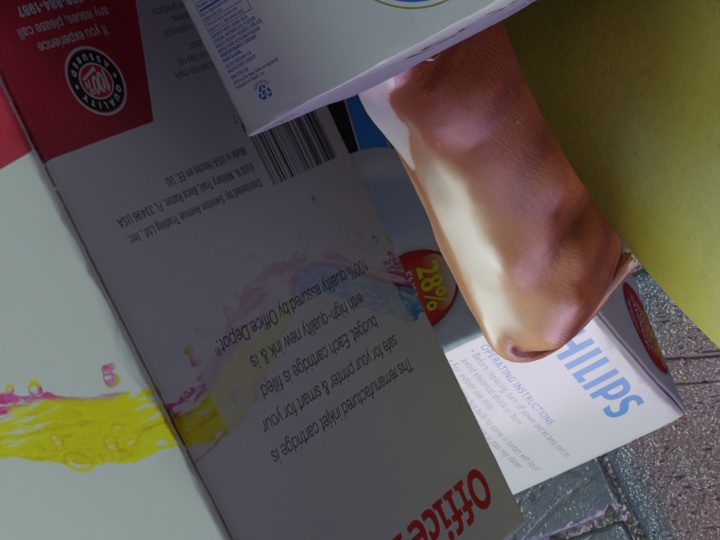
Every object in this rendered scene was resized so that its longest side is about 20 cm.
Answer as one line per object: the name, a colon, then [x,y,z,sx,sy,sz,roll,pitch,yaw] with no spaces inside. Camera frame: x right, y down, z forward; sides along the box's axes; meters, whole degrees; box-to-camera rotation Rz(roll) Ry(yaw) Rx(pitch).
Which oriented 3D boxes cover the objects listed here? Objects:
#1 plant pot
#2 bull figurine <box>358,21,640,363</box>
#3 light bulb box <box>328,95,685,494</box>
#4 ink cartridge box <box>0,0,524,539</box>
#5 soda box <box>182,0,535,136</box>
plant pot: [0.122,-0.082,0.607,0.200,0.200,0.142,-27,-134,-32]
bull figurine: [0.048,-0.064,0.699,0.121,0.200,0.065,-41,-140,-24]
light bulb box: [0.000,0.000,0.881,0.200,0.198,0.125,-27,143,14]
ink cartridge box: [-0.075,0.031,0.593,0.145,0.200,0.145,-26,-179,29]
soda box: [0.049,-0.104,0.495,0.200,0.064,0.068,-25,-178,31]
